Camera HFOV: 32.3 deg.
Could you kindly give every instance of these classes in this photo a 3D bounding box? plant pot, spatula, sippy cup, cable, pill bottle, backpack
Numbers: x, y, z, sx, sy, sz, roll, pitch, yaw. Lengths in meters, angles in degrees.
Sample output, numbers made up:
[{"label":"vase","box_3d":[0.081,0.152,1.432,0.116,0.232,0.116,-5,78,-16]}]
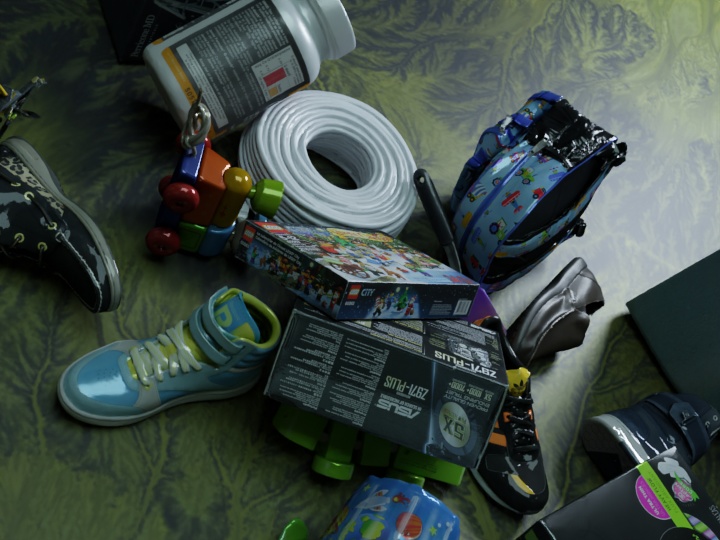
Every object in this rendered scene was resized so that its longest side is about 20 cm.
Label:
[{"label":"plant pot","box_3d":[0.459,0.079,1.402,0.196,0.196,0.201,-9,73,-34]},{"label":"spatula","box_3d":[0.095,-0.014,1.313,0.021,0.056,0.201,-7,75,-60]},{"label":"sippy cup","box_3d":[0.017,0.249,1.038,0.177,0.140,0.131,28,58,4]},{"label":"cable","box_3d":[-0.034,-0.106,1.327,0.199,0.069,0.201,11,53,-23]},{"label":"pill bottle","box_3d":[-0.113,-0.223,1.281,0.200,0.116,0.117,-29,72,-7]},{"label":"backpack","box_3d":[0.168,-0.076,1.358,0.134,0.183,0.200,42,59,15]}]

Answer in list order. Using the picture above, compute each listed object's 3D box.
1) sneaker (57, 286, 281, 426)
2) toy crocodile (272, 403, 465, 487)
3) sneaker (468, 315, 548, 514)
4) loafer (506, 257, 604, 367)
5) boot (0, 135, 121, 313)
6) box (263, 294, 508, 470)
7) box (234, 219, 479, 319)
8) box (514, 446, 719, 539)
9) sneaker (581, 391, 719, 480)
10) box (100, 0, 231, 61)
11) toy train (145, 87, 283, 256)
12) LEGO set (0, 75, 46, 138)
[{"label":"sneaker","box_3d":[-0.160,0.067,1.089,0.199,0.131,0.080,-12,66,-35]},{"label":"toy crocodile","box_3d":[0.013,0.163,1.170,0.199,0.062,0.068,14,91,-23]},{"label":"sneaker","box_3d":[0.142,0.140,1.234,0.070,0.090,0.201,-5,60,-32]},{"label":"loafer","box_3d":[0.214,0.056,1.347,0.071,0.073,0.200,42,47,7]},{"label":"boot","box_3d":[-0.321,-0.021,1.103,0.153,0.074,0.204,-24,65,-37]},{"label":"box","box_3d":[0.026,0.084,1.141,0.199,0.086,0.164,20,14,-3]},{"label":"box","box_3d":[0.000,0.000,1.164,0.136,0.038,0.200,31,17,35]},{"label":"box","box_3d":[0.242,0.283,1.165,0.200,0.124,0.149,-18,66,-36]},{"label":"sneaker","box_3d":[0.343,0.219,1.301,0.146,0.077,0.203,-16,65,-34]},{"label":"box","box_3d":[-0.155,-0.330,1.331,0.196,0.200,0.124,-4,59,-31]},{"label":"toy train","box_3d":[-0.123,-0.083,1.167,0.115,0.200,0.085,17,51,-14]},{"label":"LEGO set","box_3d":[-0.390,-0.142,1.119,0.200,0.116,0.154,20,64,33]}]
